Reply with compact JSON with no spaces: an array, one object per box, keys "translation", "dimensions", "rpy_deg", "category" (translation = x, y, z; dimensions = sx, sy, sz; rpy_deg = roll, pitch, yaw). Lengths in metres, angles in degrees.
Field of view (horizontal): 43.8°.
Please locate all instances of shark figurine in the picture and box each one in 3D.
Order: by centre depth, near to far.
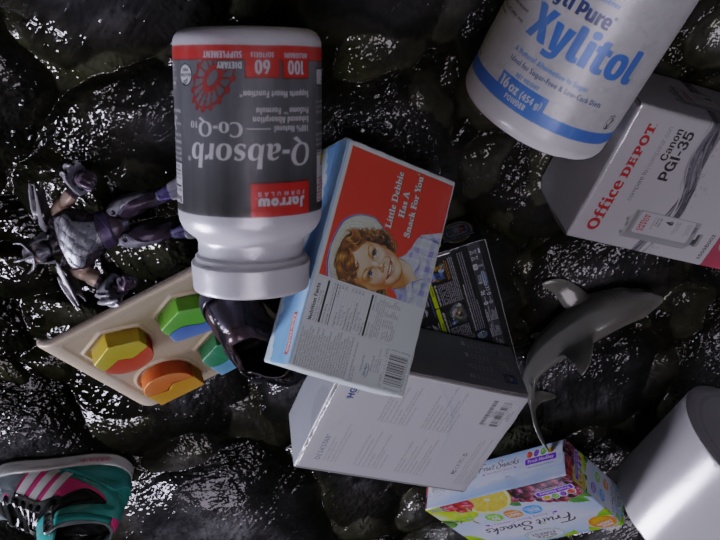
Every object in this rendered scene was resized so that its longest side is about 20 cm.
[{"translation":[0.224,0.098,0.975],"dimensions":[0.127,0.090,0.215],"rpy_deg":[22,119,-24],"category":"shark figurine"}]

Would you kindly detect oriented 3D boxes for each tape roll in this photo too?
[{"translation":[0.429,0.257,1.065],"dimensions":[0.201,0.203,0.140],"rpy_deg":[18,123,-23],"category":"tape roll"}]

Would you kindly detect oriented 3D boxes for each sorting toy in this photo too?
[{"translation":[-0.180,0.074,0.874],"dimensions":[0.199,0.037,0.185],"rpy_deg":[-23,149,9],"category":"sorting toy"}]

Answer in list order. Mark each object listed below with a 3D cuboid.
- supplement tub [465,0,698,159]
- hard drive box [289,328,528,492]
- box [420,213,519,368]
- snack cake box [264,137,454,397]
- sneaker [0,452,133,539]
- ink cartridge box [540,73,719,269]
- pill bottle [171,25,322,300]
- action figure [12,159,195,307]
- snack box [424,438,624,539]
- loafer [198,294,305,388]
[{"translation":[0.180,-0.201,0.697],"dimensions":[0.131,0.132,0.201],"rpy_deg":[13,125,-20],"category":"supplement tub"},{"translation":[0.045,0.139,0.921],"dimensions":[0.199,0.077,0.156],"rpy_deg":[13,125,-20],"category":"hard drive box"},{"translation":[0.070,0.052,0.935],"dimensions":[0.159,0.044,0.201],"rpy_deg":[-18,129,5],"category":"box"},{"translation":[0.000,0.000,0.791],"dimensions":[0.114,0.067,0.202],"rpy_deg":[19,80,-22],"category":"snack cake box"},{"translation":[-0.352,0.277,0.985],"dimensions":[0.198,0.121,0.084],"rpy_deg":[-10,130,-2],"category":"sneaker"},{"translation":[0.292,-0.091,0.835],"dimensions":[0.198,0.083,0.147],"rpy_deg":[10,126,-18],"category":"ink cartridge box"},{"translation":[-0.087,-0.086,0.704],"dimensions":[0.115,0.116,0.202],"rpy_deg":[-2,102,-9],"category":"pill bottle"},{"translation":[-0.208,-0.042,0.786],"dimensions":[0.199,0.069,0.131],"rpy_deg":[-18,112,-6],"category":"action figure"},{"translation":[0.200,0.282,1.102],"dimensions":[0.199,0.053,0.142],"rpy_deg":[-24,132,34],"category":"snack box"},{"translation":[-0.094,0.078,0.846],"dimensions":[0.071,0.063,0.200],"rpy_deg":[-27,148,2],"category":"loafer"}]
